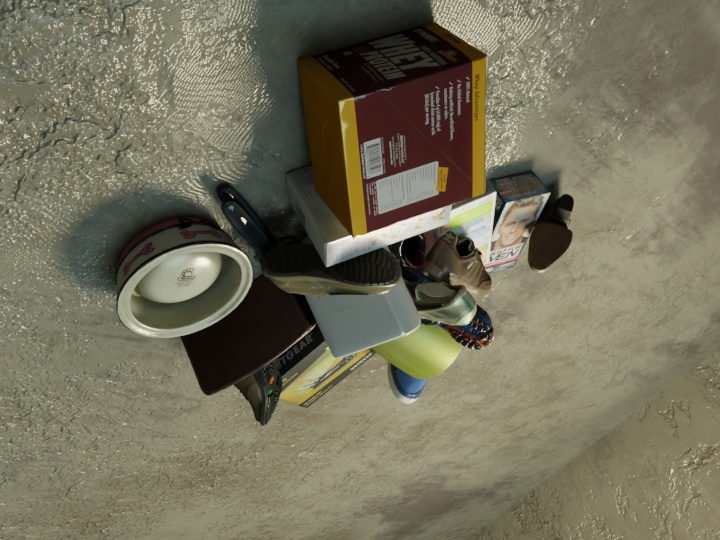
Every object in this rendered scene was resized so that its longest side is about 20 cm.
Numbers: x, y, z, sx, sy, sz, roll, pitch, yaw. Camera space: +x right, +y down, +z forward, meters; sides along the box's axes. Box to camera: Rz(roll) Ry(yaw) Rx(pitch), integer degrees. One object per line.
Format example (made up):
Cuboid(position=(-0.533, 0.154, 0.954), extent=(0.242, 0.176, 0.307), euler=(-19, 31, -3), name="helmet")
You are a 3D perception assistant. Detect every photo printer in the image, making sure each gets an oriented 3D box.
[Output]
Cuboid(position=(-0.014, 0.022, 1.231), extent=(0.166, 0.201, 0.069), euler=(-22, -177, 39), name="photo printer")

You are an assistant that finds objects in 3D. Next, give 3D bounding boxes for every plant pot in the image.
Cuboid(position=(0.059, 0.075, 1.415), extent=(0.199, 0.188, 0.187), euler=(25, 120, -36), name="plant pot")

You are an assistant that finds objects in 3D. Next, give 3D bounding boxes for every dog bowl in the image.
Cuboid(position=(-0.258, 0.006, 1.140), extent=(0.199, 0.074, 0.201), euler=(-20, 146, -14), name="dog bowl")

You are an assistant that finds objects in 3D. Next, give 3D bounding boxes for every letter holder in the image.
Cuboid(position=(-0.170, 0.116, 1.296), extent=(0.199, 0.143, 0.101), euler=(-33, 148, 3), name="letter holder")

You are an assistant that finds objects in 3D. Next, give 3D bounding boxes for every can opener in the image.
Cuboid(position=(-0.150, -0.057, 1.159), extent=(0.078, 0.064, 0.200), euler=(-36, 137, 4), name="can opener")

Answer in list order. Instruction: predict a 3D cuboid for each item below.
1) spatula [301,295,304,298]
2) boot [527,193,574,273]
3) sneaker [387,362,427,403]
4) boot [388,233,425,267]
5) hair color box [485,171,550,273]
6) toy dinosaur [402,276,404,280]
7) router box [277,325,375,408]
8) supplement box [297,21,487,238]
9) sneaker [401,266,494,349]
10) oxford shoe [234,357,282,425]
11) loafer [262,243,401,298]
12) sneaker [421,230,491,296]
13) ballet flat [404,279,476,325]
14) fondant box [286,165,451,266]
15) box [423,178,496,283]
Cuboid(position=(-0.131, 0.081, 1.391), extent=(0.200, 0.021, 0.056), euler=(-45, 163, 16), name="spatula")
Cuboid(position=(0.344, -0.046, 1.483), extent=(0.201, 0.070, 0.147), euler=(-57, 170, -27), name="boot")
Cuboid(position=(0.122, 0.139, 1.519), extent=(0.080, 0.201, 0.147), euler=(24, 142, -15), name="sneaker")
Cuboid(position=(0.057, -0.033, 1.275), extent=(0.072, 0.145, 0.201), euler=(-24, 149, -12), name="boot")
Cuboid(position=(0.259, -0.081, 1.452), extent=(0.099, 0.061, 0.201), euler=(-15, 144, -24), name="hair color box")
Cuboid(position=(0.000, 0.000, 1.301), extent=(0.199, 0.102, 0.058), euler=(-25, -177, 44), name="toy dinosaur")
Cuboid(position=(-0.085, 0.176, 1.531), extent=(0.200, 0.052, 0.157), euler=(-41, 145, 16), name="router box")
Cuboid(position=(0.045, -0.183, 1.027), extent=(0.199, 0.133, 0.198), euler=(-20, 130, -16), name="supplement box")
Cuboid(position=(0.136, 0.058, 1.338), extent=(0.076, 0.199, 0.079), euler=(-54, -177, 25), name="sneaker")
Cuboid(position=(-0.189, 0.201, 1.429), extent=(0.084, 0.073, 0.201), euler=(13, 133, 14), name="oxford shoe")
Cuboid(position=(-0.039, 0.001, 1.148), extent=(0.198, 0.077, 0.068), euler=(6, 153, 8), name="loafer")
Cuboid(position=(0.173, -0.011, 1.280), extent=(0.200, 0.070, 0.076), euler=(13, 108, -59), name="sneaker")
Cuboid(position=(0.089, 0.041, 1.244), extent=(0.199, 0.070, 0.069), euler=(3, 171, 40), name="ballet flat")
Cuboid(position=(0.012, -0.103, 1.141), extent=(0.199, 0.145, 0.058), euler=(-20, 146, -15), name="fondant box")
Cuboid(position=(0.149, -0.083, 1.320), extent=(0.112, 0.102, 0.201), euler=(-23, 147, -11), name="box")
